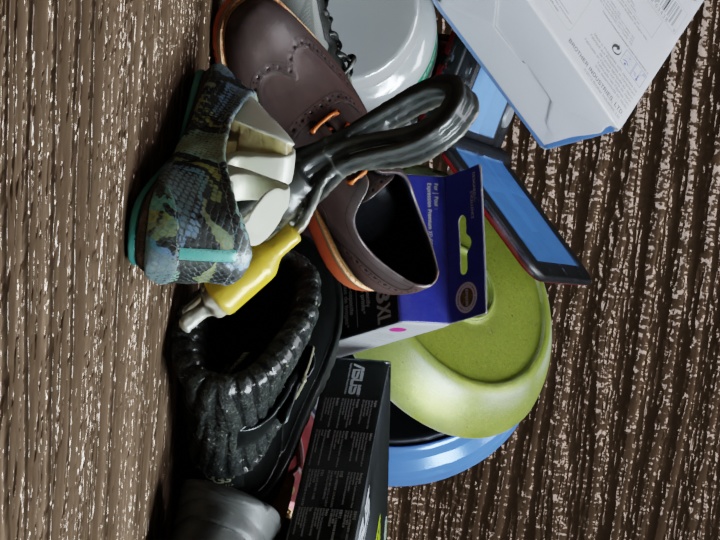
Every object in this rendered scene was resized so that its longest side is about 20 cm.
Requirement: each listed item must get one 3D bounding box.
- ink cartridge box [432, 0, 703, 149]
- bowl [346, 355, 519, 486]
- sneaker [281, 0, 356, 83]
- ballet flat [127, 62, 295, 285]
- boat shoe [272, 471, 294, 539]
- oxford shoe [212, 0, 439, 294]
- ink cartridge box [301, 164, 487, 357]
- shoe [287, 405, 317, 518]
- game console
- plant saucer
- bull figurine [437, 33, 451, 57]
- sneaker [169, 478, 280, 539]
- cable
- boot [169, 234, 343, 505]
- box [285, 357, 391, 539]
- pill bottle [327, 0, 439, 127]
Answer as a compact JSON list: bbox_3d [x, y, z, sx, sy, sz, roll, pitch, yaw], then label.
[{"bbox_3d":[0.149,-0.196,1.579,0.137,0.076,0.200,52,56,-24],"label":"ink cartridge box"},{"bbox_3d":[0.023,0.055,1.712,0.039,0.199,0.201,90,8,-54],"label":"bowl"},{"bbox_3d":[-0.036,-0.133,1.445,0.074,0.079,0.201,-3,98,-84],"label":"sneaker"},{"bbox_3d":[-0.066,-0.046,1.237,0.200,0.074,0.075,-76,172,-60],"label":"ballet flat"},{"bbox_3d":[-0.070,0.184,1.526,0.200,0.073,0.076,91,7,-54],"label":"boat shoe"},{"bbox_3d":[-0.013,-0.072,1.378,0.072,0.071,0.200,15,-38,57],"label":"oxford shoe"},{"bbox_3d":[0.000,0.000,1.534,0.200,0.037,0.095,-17,-112,45],"label":"ink cartridge box"},{"bbox_3d":[-0.061,0.149,1.613,0.201,0.071,0.091,92,8,-52],"label":"shoe"},{"bbox_3d":[0.118,-0.092,1.659,0.173,0.118,0.200,-68,166,4],"label":"game console"},{"bbox_3d":[0.061,0.013,1.642,0.031,0.200,0.201,-32,-144,41],"label":"plant saucer"},{"bbox_3d":[0.001,-0.090,1.727,0.065,0.200,0.121,47,-3,-37],"label":"bull figurine"},{"bbox_3d":[-0.089,0.200,1.411,0.200,0.076,0.091,84,25,-55],"label":"sneaker"},{"bbox_3d":[-0.021,-0.045,1.298,0.050,0.199,0.097,53,16,-29],"label":"cable"},{"bbox_3d":[-0.056,0.026,1.419,0.158,0.079,0.212,92,7,-52],"label":"boot"},{"bbox_3d":[-0.013,0.186,1.490,0.200,0.047,0.194,-76,171,-59],"label":"box"},{"bbox_3d":[-0.006,-0.147,1.580,0.200,0.112,0.114,64,33,-83],"label":"pill bottle"}]
